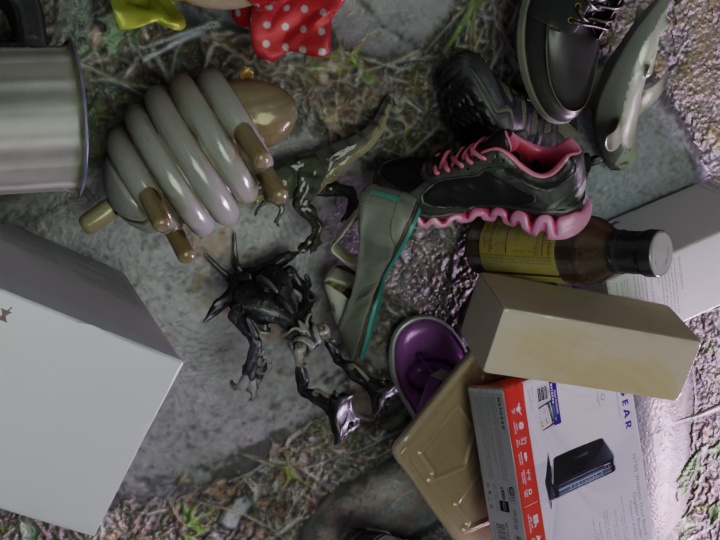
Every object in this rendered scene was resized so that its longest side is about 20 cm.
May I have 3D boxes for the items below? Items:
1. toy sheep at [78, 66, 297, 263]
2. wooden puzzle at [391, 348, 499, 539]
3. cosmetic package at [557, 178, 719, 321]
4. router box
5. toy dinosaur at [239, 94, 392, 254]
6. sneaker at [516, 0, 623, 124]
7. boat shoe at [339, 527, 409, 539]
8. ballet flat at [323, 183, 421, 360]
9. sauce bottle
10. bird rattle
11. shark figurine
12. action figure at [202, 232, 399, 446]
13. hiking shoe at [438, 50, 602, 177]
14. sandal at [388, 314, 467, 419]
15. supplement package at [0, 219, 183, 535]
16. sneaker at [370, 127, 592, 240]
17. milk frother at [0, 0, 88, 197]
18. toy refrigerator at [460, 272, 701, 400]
[{"bbox_3d":[-0.138,-0.087,0.986,0.198,0.138,0.139,-30,118,-5],"label":"toy sheep"},{"bbox_3d":[0.119,0.161,1.192,0.185,0.046,0.201,-47,126,-23],"label":"wooden puzzle"},{"bbox_3d":[0.305,-0.008,1.232,0.198,0.108,0.086,-24,118,-16],"label":"cosmetic package"},{"bbox_3d":[0.194,0.186,1.176,0.178,0.049,0.203,-15,97,-38],"label":"router box"},{"bbox_3d":[-0.040,-0.072,1.088,0.198,0.047,0.089,-28,111,-17],"label":"toy dinosaur"},{"bbox_3d":[0.198,-0.231,1.071,0.074,0.106,0.203,1,92,-36],"label":"sneaker"},{"bbox_3d":[0.044,0.300,1.250,0.072,0.070,0.200,-54,142,-13],"label":"boat shoe"},{"bbox_3d":[0.000,0.000,1.104,0.063,0.068,0.201,20,135,0],"label":"ballet flat"},{"bbox_3d":[0.188,-0.019,1.120,0.064,0.198,0.066,-7,99,-46],"label":"sauce bottle"},{"bbox_3d":[-0.097,-0.238,0.936,0.197,0.114,0.164,8,136,-18],"label":"bird rattle"},{"bbox_3d":[0.240,-0.196,1.156,0.128,0.089,0.217,-19,130,-55],"label":"shark figurine"},{"bbox_3d":[-0.065,0.064,1.083,0.118,0.200,0.103,-33,161,-37],"label":"action figure"},{"bbox_3d":[0.148,-0.140,1.143,0.101,0.075,0.200,-53,124,-18],"label":"hiking shoe"},{"bbox_3d":[0.086,0.135,1.216,0.082,0.050,0.205,-25,117,-15],"label":"sandal"},{"bbox_3d":[-0.256,0.072,0.949,0.151,0.200,0.152,25,97,-29],"label":"supplement package"},{"bbox_3d":[0.106,-0.088,1.078,0.197,0.080,0.096,4,135,8],"label":"sneaker"},{"bbox_3d":[-0.286,-0.127,0.864,0.185,0.200,0.183,-6,107,-23],"label":"milk frother"},{"bbox_3d":[0.198,0.063,1.119,0.197,0.076,0.071,10,112,-18],"label":"toy refrigerator"}]
